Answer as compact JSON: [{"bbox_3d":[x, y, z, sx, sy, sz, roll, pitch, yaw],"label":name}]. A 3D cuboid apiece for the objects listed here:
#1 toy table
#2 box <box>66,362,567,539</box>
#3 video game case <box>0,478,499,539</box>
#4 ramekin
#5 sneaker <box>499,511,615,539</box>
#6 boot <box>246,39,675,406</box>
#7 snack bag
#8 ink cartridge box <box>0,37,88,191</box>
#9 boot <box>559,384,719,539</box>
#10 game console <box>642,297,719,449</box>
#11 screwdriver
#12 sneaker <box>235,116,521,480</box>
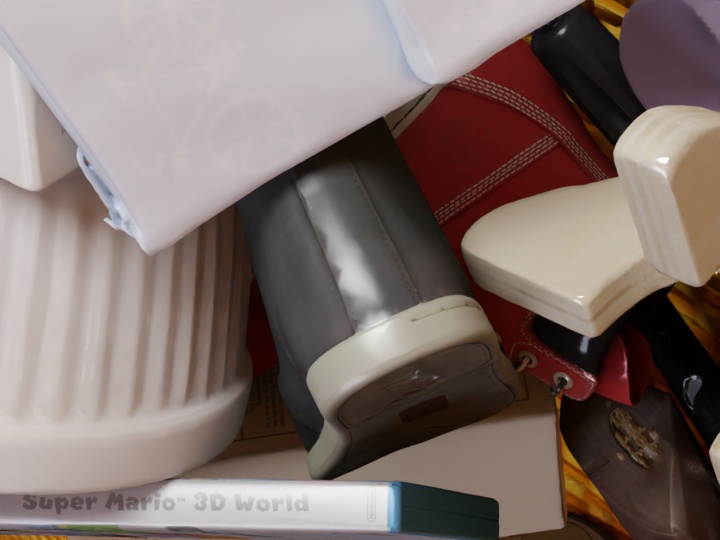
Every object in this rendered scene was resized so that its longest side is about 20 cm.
[{"bbox_3d":[0.135,-0.010,0.685,0.199,0.117,0.184,17,148,47],"label":"toy table"},{"bbox_3d":[-0.021,0.061,0.942,0.199,0.095,0.078,-7,137,2],"label":"box"},{"bbox_3d":[-0.064,0.083,0.802,0.199,0.018,0.143,-1,172,16],"label":"video game case"},{"bbox_3d":[-0.127,-0.014,0.766,0.200,0.200,0.106,23,110,36],"label":"ramekin"},{"bbox_3d":[0.132,0.200,1.132,0.202,0.077,0.147,26,151,30],"label":"sneaker"},{"bbox_3d":[0.023,0.019,0.843,0.144,0.072,0.200,49,121,6],"label":"boot"},{"bbox_3d":[-0.017,-0.109,0.582,0.189,0.199,0.021,56,-172,-40],"label":"snack bag"},{"bbox_3d":[-0.101,-0.159,0.664,0.144,0.147,0.201,24,131,31],"label":"ink cartridge box"},{"bbox_3d":[0.154,0.144,0.938,0.187,0.064,0.200,54,175,45],"label":"boot"},{"bbox_3d":[0.212,0.088,0.859,0.200,0.116,0.176,54,-176,-38],"label":"game console"},{"bbox_3d":[0.131,-0.018,0.800,0.200,0.028,0.029,42,160,-16],"label":"screwdriver"},{"bbox_3d":[0.000,0.000,0.745,0.200,0.074,0.107,95,154,-75],"label":"sneaker"}]
